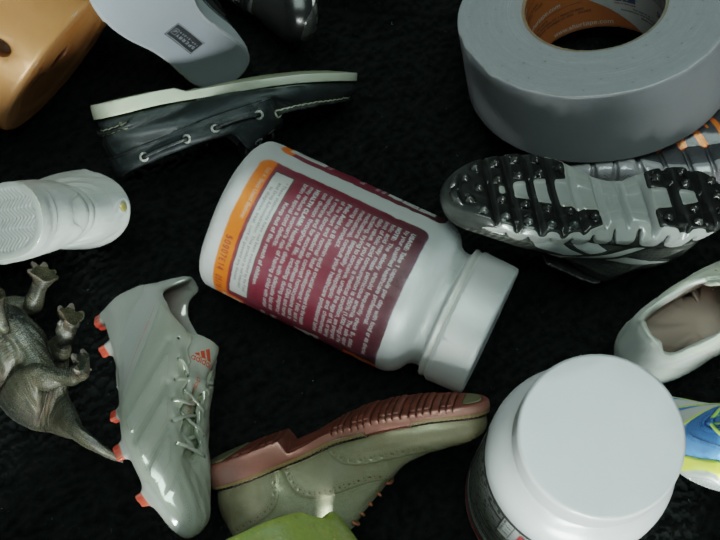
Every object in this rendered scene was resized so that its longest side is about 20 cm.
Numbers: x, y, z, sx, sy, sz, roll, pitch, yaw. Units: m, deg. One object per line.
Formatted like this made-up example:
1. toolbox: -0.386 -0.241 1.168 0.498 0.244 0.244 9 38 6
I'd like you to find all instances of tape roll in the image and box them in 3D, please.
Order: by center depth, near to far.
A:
1. tape roll: 0.175 -0.173 0.928 0.200 0.066 0.200 -7 49 8

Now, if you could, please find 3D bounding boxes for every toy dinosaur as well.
1. toy dinosaur: -0.234 0.062 0.869 0.200 0.102 0.077 39 37 0

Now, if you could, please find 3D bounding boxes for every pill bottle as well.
1. pill bottle: 0.131 0.125 0.782 0.116 0.200 0.116 0 70 -1
2. pill bottle: 0.000 0.000 0.873 0.200 0.114 0.114 26 71 9

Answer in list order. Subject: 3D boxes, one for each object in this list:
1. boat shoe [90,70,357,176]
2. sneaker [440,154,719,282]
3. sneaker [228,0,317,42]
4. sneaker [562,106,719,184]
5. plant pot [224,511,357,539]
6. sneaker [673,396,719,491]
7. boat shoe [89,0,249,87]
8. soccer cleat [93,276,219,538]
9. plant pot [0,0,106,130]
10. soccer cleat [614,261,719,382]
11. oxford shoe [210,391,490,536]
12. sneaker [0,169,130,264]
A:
1. boat shoe: -0.097 -0.109 0.939 0.199 0.075 0.066 -11 99 -14
2. sneaker: 0.146 -0.029 0.863 0.200 0.091 0.066 2 57 -15
3. sneaker: -0.114 -0.240 0.973 0.088 0.076 0.200 -24 62 -29
4. sneaker: 0.228 -0.095 0.942 0.200 0.078 0.112 -5 52 6
5. plant pot: -0.028 0.255 0.752 0.200 0.200 0.184 -26 61 -10
6. sneaker: 0.282 0.100 0.826 0.200 0.105 0.076 18 30 23
7. boat shoe: -0.146 -0.197 0.906 0.069 0.200 0.057 -32 63 8
8. soccer cleat: -0.126 0.083 0.839 0.078 0.069 0.200 -27 51 6
9. plant pot: -0.271 -0.198 0.912 0.140 0.200 0.200 38 73 -6
10. soccer cleat: 0.269 0.018 0.882 0.200 0.078 0.069 -29 72 -13
11. oxford shoe: -0.003 0.133 0.841 0.200 0.071 0.074 -18 91 15
12. sneaker: -0.261 -0.032 0.906 0.200 0.116 0.074 -1 96 32
